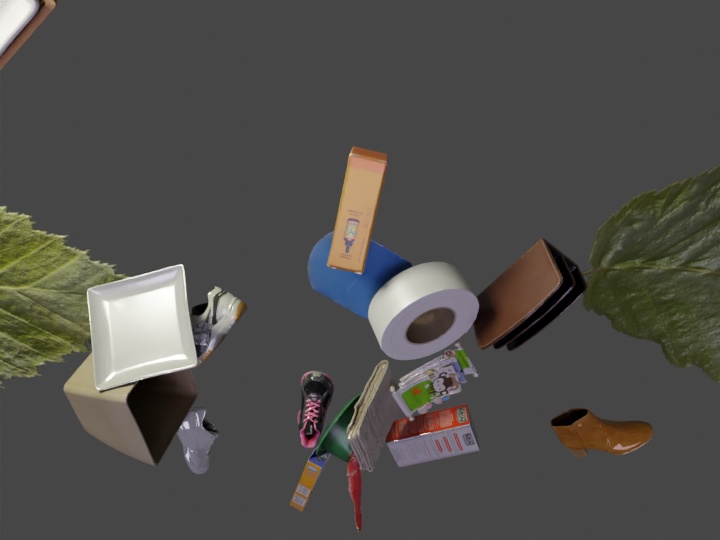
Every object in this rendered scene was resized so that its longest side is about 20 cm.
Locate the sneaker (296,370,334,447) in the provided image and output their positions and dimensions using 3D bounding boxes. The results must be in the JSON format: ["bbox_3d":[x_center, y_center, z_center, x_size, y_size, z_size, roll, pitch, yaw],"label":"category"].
[{"bbox_3d":[-0.103,0.312,1.278,0.078,0.096,0.202,7,124,-1],"label":"sneaker"}]

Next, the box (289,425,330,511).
[{"bbox_3d":[-0.104,0.459,1.364,0.041,0.119,0.201,28,124,6],"label":"box"}]

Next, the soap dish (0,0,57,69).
[{"bbox_3d":[-0.537,-0.400,0.792,0.157,0.082,0.200,-33,119,22],"label":"soap dish"}]

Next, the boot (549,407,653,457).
[{"bbox_3d":[0.545,0.357,1.312,0.200,0.071,0.144,-24,125,23],"label":"boot"}]

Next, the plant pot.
[{"bbox_3d":[-0.475,0.247,1.189,0.175,0.200,0.202,4,126,13],"label":"plant pot"}]

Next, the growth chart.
[{"bbox_3d":[0.160,0.243,1.250,0.199,0.018,0.145,-35,125,10],"label":"growth chart"}]

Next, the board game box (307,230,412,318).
[{"bbox_3d":[0.000,0.000,1.092,0.199,0.039,0.158,30,122,-10],"label":"board game box"}]

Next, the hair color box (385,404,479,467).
[{"bbox_3d":[0.167,0.387,1.346,0.198,0.061,0.102,-15,124,13],"label":"hair color box"}]

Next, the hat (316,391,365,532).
[{"bbox_3d":[0.017,0.393,1.242,0.176,0.165,0.201,37,108,21],"label":"hat"}]

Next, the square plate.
[{"bbox_3d":[-0.411,0.107,1.094,0.196,0.202,0.028,-14,163,3],"label":"square plate"}]

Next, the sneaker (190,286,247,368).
[{"bbox_3d":[-0.308,0.111,1.165,0.087,0.076,0.200,38,115,-5],"label":"sneaker"}]

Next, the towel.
[{"bbox_3d":[0.031,0.305,1.216,0.034,0.201,0.133,3,130,28],"label":"towel"}]

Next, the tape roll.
[{"bbox_3d":[0.118,0.079,1.080,0.201,0.071,0.204,-16,139,-14],"label":"tape roll"}]

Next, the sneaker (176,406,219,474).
[{"bbox_3d":[-0.371,0.401,1.364,0.088,0.075,0.202,-11,124,-5],"label":"sneaker"}]

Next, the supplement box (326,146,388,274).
[{"bbox_3d":[-0.005,-0.100,0.978,0.066,0.069,0.202,12,110,-3],"label":"supplement box"}]

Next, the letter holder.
[{"bbox_3d":[0.312,0.068,1.070,0.100,0.143,0.200,32,119,-20],"label":"letter holder"}]
